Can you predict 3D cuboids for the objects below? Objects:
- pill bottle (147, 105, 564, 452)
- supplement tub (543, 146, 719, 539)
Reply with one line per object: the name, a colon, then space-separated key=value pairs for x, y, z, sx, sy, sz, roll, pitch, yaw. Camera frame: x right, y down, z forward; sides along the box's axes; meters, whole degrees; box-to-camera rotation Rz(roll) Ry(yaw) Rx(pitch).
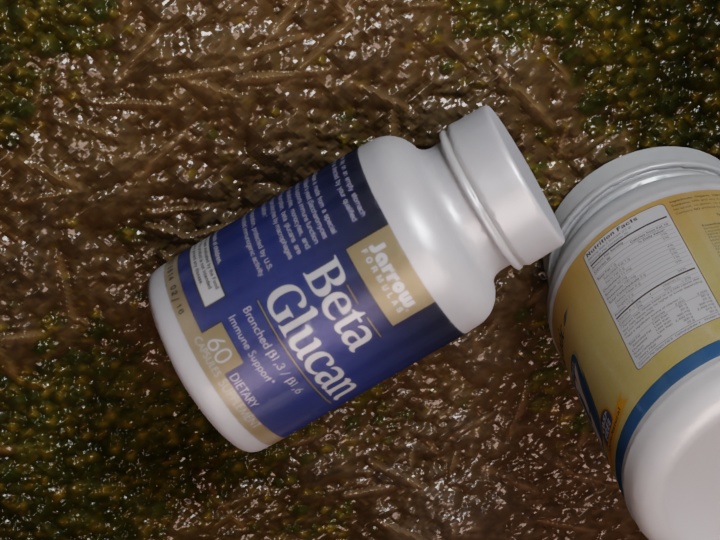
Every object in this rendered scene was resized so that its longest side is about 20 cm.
pill bottle: x=0.000 y=0.000 z=1.080 sx=0.200 sy=0.111 sz=0.111 roll=-31 pitch=130 yaw=9
supplement tub: x=0.182 y=0.041 z=1.106 sx=0.144 sy=0.200 sz=0.145 roll=-8 pitch=129 yaw=-10
